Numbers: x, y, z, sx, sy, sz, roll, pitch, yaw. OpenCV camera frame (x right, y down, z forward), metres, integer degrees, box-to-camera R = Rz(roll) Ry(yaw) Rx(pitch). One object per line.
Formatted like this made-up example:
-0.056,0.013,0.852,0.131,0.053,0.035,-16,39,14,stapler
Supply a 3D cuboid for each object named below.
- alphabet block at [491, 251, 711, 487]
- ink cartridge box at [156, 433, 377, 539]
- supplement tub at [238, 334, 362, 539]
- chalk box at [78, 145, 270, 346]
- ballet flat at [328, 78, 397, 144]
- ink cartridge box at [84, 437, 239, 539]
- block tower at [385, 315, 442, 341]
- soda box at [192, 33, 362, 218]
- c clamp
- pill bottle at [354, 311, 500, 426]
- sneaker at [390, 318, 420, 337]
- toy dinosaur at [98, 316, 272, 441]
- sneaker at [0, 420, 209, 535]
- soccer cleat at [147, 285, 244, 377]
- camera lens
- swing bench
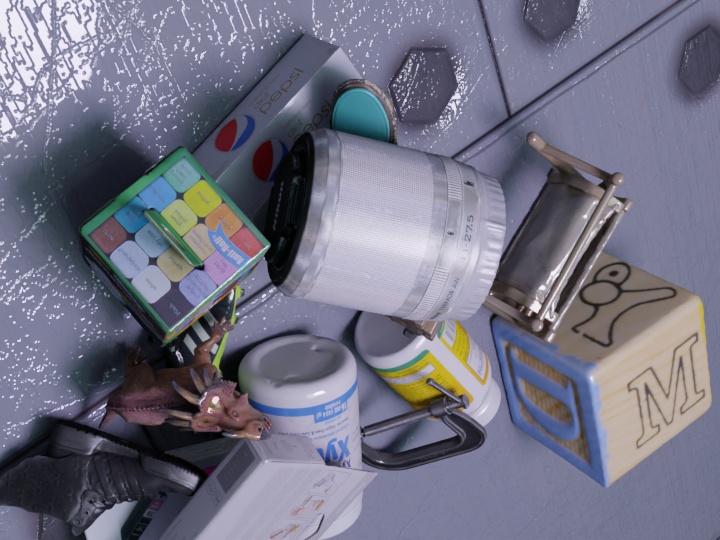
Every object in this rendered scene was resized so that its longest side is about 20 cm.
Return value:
0.318,0.123,1.480,0.200,0.195,0.197,-30,127,-21,alphabet block
-0.104,0.254,1.158,0.176,0.045,0.200,17,119,-50,ink cartridge box
-0.065,0.186,1.260,0.132,0.132,0.201,-19,119,-29,supplement tub
-0.170,-0.021,1.026,0.124,0.200,0.125,-41,92,-15,chalk box
0.010,-0.131,1.142,0.200,0.068,0.075,77,20,-46,ballet flat
-0.188,0.276,1.203,0.199,0.044,0.174,-13,110,-4,ink cartridge box
0.000,0.000,1.189,0.058,0.200,0.054,-61,167,-12,block tower
-0.088,-0.143,1.138,0.200,0.068,0.064,-49,132,-9,soda box
0.059,0.188,1.348,0.171,0.200,0.027,33,43,-38,c clamp
0.088,0.112,1.354,0.113,0.113,0.200,-50,130,-8,pill bottle
0.079,-0.026,1.244,0.071,0.098,0.201,32,55,-44,sneaker
-0.185,0.123,1.089,0.199,0.136,0.086,-13,111,12,toy dinosaur
-0.259,0.218,1.122,0.199,0.060,0.105,20,86,1,sneaker
-0.173,0.052,1.168,0.081,0.068,0.201,8,104,-22,soccer cleat
0.017,-0.041,1.063,0.199,0.160,0.160,11,104,-16,camera lens
0.221,-0.030,1.336,0.199,0.130,0.200,-60,159,1,swing bench
